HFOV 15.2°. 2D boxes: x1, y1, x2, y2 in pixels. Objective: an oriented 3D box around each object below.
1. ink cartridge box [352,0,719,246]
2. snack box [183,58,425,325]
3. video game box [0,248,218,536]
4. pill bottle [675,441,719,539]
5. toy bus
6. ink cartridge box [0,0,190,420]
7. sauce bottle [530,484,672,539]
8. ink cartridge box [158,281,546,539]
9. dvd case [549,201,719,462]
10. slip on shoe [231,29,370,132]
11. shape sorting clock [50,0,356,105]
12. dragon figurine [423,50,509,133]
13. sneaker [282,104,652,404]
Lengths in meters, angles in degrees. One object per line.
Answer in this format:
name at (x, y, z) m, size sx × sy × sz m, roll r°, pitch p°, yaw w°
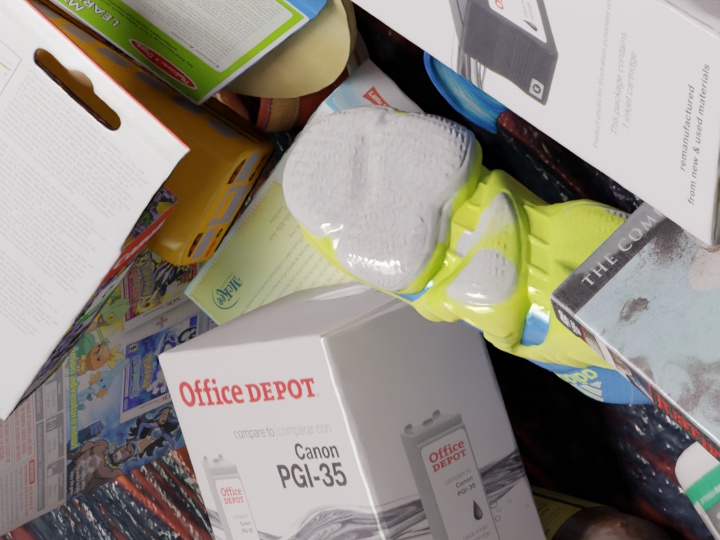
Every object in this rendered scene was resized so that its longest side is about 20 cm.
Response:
ink cartridge box at (0.100, -0.113, 0.908) m, size 0.200 × 0.145 × 0.084 m, roll 38°, pitch 142°, yaw 36°
snack box at (0.000, 0.000, 1.221) m, size 0.116 × 0.037 × 0.200 m, roll 44°, pitch 147°, yaw 2°
video game box at (-0.149, 0.032, 1.353) m, size 0.047 × 0.181 × 0.201 m, roll 43°, pitch 143°, yaw 37°
pill bottle at (0.209, 0.122, 0.953) m, size 0.201 × 0.113 × 0.113 m, roll 57°, pitch 148°, yaw 10°
toy bus at (-0.138, -0.082, 1.216) m, size 0.199 × 0.078 × 0.065 m, roll 33°, pitch 103°, yaw 10°
ink cartridge box at (-0.142, -0.036, 1.155) m, size 0.109 × 0.050 × 0.200 m, roll 42°, pitch 132°, yaw 3°
sauce bottle at (0.095, 0.132, 1.177) m, size 0.200 × 0.064 × 0.065 m, roll 12°, pitch 123°, yaw 54°
ink cartridge box at (0.005, 0.111, 1.164) m, size 0.146 × 0.082 × 0.201 m, roll -9°, pitch 101°, yaw 57°
dvd case at (0.181, 0.022, 0.900) m, size 0.200 × 0.146 × 0.022 m, roll 43°, pitch 172°, yaw 31°
slip on shoe at (-0.075, -0.139, 1.231) m, size 0.200 × 0.061 × 0.074 m, roll 50°, pitch 149°, yaw 23°
shape sorting clock at (-0.089, -0.139, 1.111) m, size 0.199 × 0.039 × 0.200 m, roll 23°, pitch 153°, yaw 12°
dragon figurine at (0.066, -0.085, 1.048) m, size 0.099 × 0.059 × 0.200 m, roll 25°, pitch 161°, yaw 45°
sneaker at (0.058, 0.005, 1.080) m, size 0.199 × 0.076 × 0.105 m, roll 29°, pitch 166°, yaw 36°
